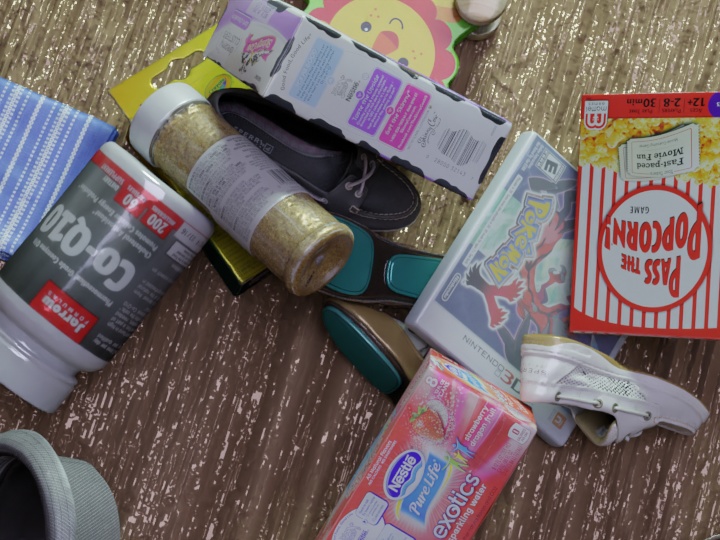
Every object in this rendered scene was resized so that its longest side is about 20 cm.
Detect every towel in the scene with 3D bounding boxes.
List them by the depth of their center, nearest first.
[{"bbox_3d":[-0.316,-0.095,1.656,0.200,0.024,0.145,23,73,-4],"label":"towel"}]

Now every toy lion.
[{"bbox_3d":[0.016,-0.223,1.731,0.192,0.069,0.200,-38,85,-8],"label":"toy lion"}]

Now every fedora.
[{"bbox_3d":[-0.248,0.221,1.541,0.090,0.177,0.200,6,96,-42],"label":"fedora"}]

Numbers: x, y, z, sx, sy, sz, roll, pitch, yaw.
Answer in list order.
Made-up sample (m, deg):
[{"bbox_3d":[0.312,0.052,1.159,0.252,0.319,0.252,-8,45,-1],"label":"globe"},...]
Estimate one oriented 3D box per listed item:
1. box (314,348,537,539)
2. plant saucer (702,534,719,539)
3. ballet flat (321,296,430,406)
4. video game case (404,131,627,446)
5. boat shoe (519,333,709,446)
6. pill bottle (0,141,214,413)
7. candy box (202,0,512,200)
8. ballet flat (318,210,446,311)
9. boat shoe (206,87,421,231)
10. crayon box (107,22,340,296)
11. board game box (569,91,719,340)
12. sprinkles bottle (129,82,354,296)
[{"bbox_3d":[0.046,0.175,1.581,0.103,0.095,0.200,30,97,-2],"label":"box"},{"bbox_3d":[0.322,0.318,1.661,0.200,0.037,0.201,2,77,-9],"label":"plant saucer"},{"bbox_3d":[0.047,0.090,1.658,0.063,0.069,0.200,-40,95,-26],"label":"ballet flat"},{"bbox_3d":[0.153,0.016,1.677,0.182,0.023,0.200,40,71,-23],"label":"video game case"},{"bbox_3d":[0.204,0.112,1.649,0.200,0.071,0.069,22,76,-32],"label":"boat shoe"},{"bbox_3d":[-0.218,0.007,1.583,0.114,0.114,0.200,39,89,1],"label":"pill bottle"},{"bbox_3d":[-0.005,-0.144,1.583,0.200,0.168,0.072,24,97,-26],"label":"candy box"},{"bbox_3d":[0.000,0.000,1.644,0.200,0.067,0.068,21,75,-28],"label":"ballet flat"},{"bbox_3d":[-0.040,-0.090,1.632,0.200,0.057,0.067,26,72,-4],"label":"boat shoe"},{"bbox_3d":[-0.107,-0.096,1.678,0.127,0.051,0.200,-33,85,-16],"label":"crayon box"},{"bbox_3d":[0.251,-0.044,1.631,0.151,0.046,0.200,1,88,35],"label":"board game box"},{"bbox_3d":[-0.094,-0.065,1.556,0.068,0.068,0.200,-40,63,-16],"label":"sprinkles bottle"}]
